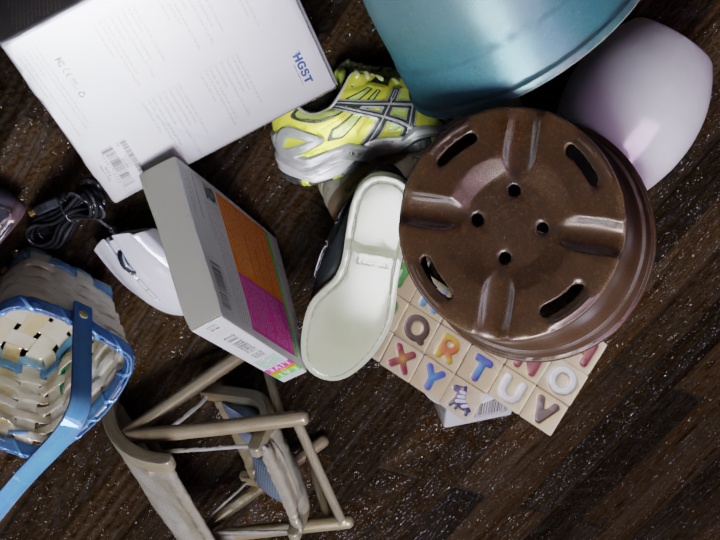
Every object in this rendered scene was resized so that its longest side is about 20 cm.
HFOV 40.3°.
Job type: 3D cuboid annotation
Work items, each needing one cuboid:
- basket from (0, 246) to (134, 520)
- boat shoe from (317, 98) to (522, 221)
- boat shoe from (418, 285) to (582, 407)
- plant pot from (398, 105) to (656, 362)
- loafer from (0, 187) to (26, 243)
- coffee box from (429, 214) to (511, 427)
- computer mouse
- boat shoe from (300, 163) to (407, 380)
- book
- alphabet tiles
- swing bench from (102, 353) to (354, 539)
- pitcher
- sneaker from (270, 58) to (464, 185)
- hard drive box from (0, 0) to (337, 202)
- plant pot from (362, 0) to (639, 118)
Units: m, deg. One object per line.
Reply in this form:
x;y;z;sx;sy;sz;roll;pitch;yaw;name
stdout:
-0.268;0.094;0.805;0.138;0.202;0.176;32;120;-29;basket
0.059;-0.097;0.870;0.197;0.065;0.073;-22;133;-2;boat shoe
0.141;0.060;0.880;0.199;0.069;0.056;-33;177;25;boat shoe
0.121;-0.028;0.722;0.199;0.202;0.198;-35;170;11;plant pot
-0.337;0.015;0.811;0.062;0.072;0.201;14;119;-35;loafer
0.109;0.040;0.970;0.078;0.115;0.202;-8;130;-13;coffee box
-0.188;-0.006;0.845;0.109;0.045;0.199;-19;141;35;computer mouse
-0.002;-0.001;0.841;0.073;0.066;0.202;12;117;-3;boat shoe
-0.103;0.008;0.799;0.047;0.135;0.200;-24;158;7;book
0.105;0.050;0.856;0.169;0.198;0.008;-63;166;23;alphabet tiles
-0.133;0.195;0.996;0.197;0.131;0.201;-21;133;-2;swing bench
0.218;-0.116;0.886;0.120;0.172;0.202;31;97;-6;pitcher
0.018;-0.139;0.815;0.197;0.076;0.077;-24;124;-8;sneaker
-0.138;-0.168;0.728;0.198;0.077;0.157;-26;133;2;hard drive box
0.071;-0.244;0.680;0.199;0.201;0.189;-34;117;9;plant pot
